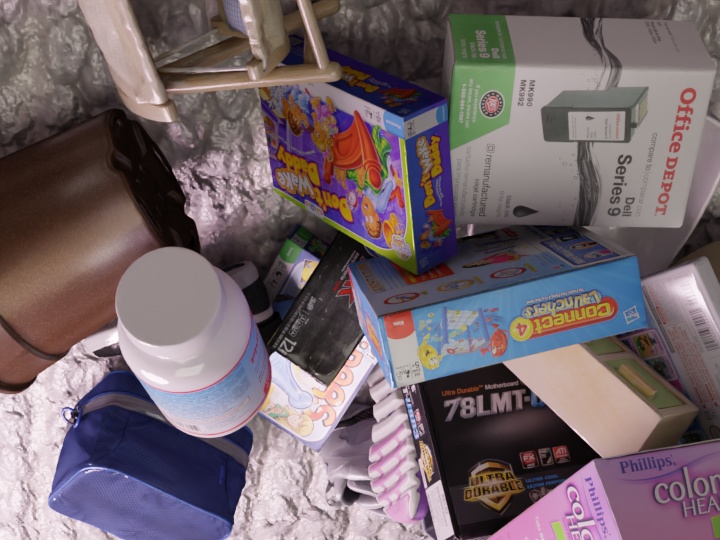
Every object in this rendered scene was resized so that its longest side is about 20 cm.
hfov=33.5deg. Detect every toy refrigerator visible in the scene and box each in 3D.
[{"bbox_3d":[0.192,0.082,1.048,0.075,0.200,0.070,1,126,-49],"label":"toy refrigerator"}]

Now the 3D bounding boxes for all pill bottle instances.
[{"bbox_3d":[-0.138,0.060,0.988,0.107,0.110,0.200,-5,156,2],"label":"pill bottle"}]

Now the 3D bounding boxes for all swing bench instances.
[{"bbox_3d":[-0.133,-0.234,0.902,0.198,0.130,0.200,-13,127,8],"label":"swing bench"}]

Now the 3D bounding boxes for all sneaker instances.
[{"bbox_3d":[0.049,0.186,1.234,0.197,0.116,0.076,-14,130,9],"label":"sneaker"},{"bbox_3d":[-0.165,0.077,1.144,0.198,0.073,0.113,-21,103,23],"label":"sneaker"},{"bbox_3d":[0.057,0.146,1.172,0.088,0.202,0.080,12,152,-30],"label":"sneaker"}]

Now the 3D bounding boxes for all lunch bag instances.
[{"bbox_3d":[-0.218,0.191,1.224,0.199,0.133,0.136,31,137,-24],"label":"lunch bag"}]

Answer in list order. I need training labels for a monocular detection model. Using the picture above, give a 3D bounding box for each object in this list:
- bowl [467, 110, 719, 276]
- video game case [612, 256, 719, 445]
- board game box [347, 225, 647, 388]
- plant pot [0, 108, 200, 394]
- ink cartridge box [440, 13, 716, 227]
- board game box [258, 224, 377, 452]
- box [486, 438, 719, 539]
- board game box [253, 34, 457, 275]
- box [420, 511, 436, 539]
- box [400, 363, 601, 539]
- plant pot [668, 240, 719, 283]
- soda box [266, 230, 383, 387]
[{"bbox_3d":[0.203,-0.088,1.058,0.197,0.075,0.201,13,127,-12],"label":"bowl"},{"bbox_3d":[0.275,0.102,1.052,0.182,0.024,0.202,-25,90,57],"label":"video game case"},{"bbox_3d":[0.098,0.018,0.944,0.193,0.200,0.057,-13,102,-4],"label":"board game box"},{"bbox_3d":[-0.256,-0.026,1.027,0.197,0.201,0.201,-26,124,8],"label":"plant pot"},{"bbox_3d":[0.162,-0.116,0.939,0.197,0.084,0.147,1,127,-1],"label":"ink cartridge box"},{"bbox_3d":[-0.050,0.070,1.169,0.134,0.035,0.201,31,123,1],"label":"board game box"},{"bbox_3d":[0.230,0.227,0.996,0.174,0.098,0.200,-4,151,-26],"label":"box"},{"bbox_3d":[-0.006,-0.098,0.966,0.044,0.199,0.136,-26,127,-28],"label":"board game box"},{"bbox_3d":[0.177,0.232,1.275,0.199,0.105,0.148,-27,129,18],"label":"box"},{"bbox_3d":[0.144,0.144,1.126,0.198,0.201,0.050,-4,160,-23],"label":"box"},{"bbox_3d":[0.360,0.107,1.095,0.185,0.201,0.188,-19,142,-15],"label":"plant pot"},{"bbox_3d":[0.000,0.000,1.068,0.070,0.063,0.201,33,96,-1],"label":"soda box"}]
